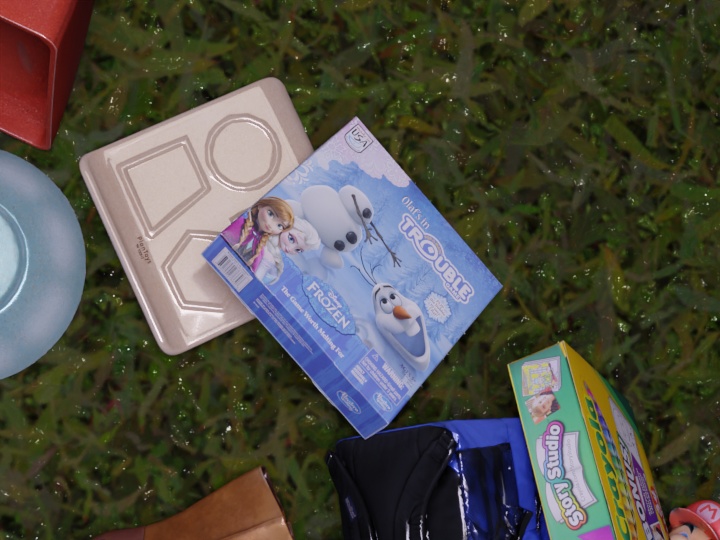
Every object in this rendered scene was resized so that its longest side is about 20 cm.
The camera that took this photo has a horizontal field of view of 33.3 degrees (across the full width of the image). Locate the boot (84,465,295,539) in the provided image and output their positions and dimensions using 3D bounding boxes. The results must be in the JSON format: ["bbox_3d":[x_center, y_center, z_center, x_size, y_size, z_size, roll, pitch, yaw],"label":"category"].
[{"bbox_3d":[-0.132,0.275,0.951,0.198,0.069,0.190,-20,56,-3],"label":"boot"}]

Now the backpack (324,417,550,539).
[{"bbox_3d":[0.084,0.227,0.975,0.166,0.162,0.203,2,76,-35],"label":"backpack"}]

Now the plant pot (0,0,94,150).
[{"bbox_3d":[-0.298,-0.247,0.956,0.198,0.200,0.178,25,68,-7],"label":"plant pot"}]

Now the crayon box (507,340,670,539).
[{"bbox_3d":[0.195,0.181,0.972,0.058,0.172,0.202,-23,59,20],"label":"crayon box"}]

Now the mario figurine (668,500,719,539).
[{"bbox_3d":[0.248,0.275,1.036,0.123,0.106,0.200,44,79,-1],"label":"mario figurine"}]

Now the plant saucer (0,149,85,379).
[{"bbox_3d":[-0.327,-0.008,0.990,0.198,0.039,0.204,1,83,-10],"label":"plant saucer"}]

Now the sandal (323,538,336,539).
[{"bbox_3d":[-0.088,0.289,0.987,0.200,0.076,0.043,-40,51,-15],"label":"sandal"}]

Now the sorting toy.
[{"bbox_3d":[-0.119,-0.049,1.042,0.198,0.036,0.187,-25,88,-18],"label":"sorting toy"}]

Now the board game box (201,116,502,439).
[{"bbox_3d":[0.000,0.000,1.008,0.200,0.043,0.199,48,48,-4],"label":"board game box"}]
